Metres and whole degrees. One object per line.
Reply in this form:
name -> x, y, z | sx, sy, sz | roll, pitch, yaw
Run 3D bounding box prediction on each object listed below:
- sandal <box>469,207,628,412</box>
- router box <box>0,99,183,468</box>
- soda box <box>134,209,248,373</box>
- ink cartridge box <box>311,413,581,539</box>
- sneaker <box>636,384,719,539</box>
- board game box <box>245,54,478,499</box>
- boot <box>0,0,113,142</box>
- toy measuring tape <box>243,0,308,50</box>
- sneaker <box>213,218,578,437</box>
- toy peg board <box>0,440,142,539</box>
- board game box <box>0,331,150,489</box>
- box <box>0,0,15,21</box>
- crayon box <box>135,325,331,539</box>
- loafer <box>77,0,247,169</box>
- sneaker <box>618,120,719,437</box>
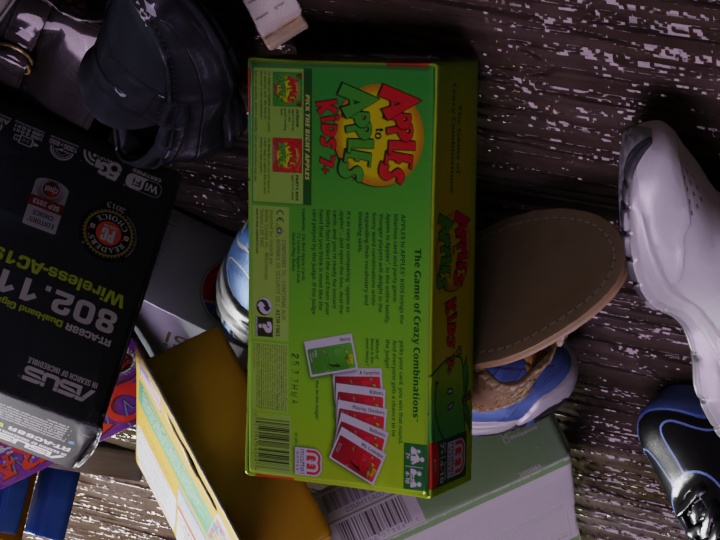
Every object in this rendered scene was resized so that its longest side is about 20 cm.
sandal -> 0.057, 0.038, 1.150 | 0.211, 0.078, 0.070 | -27, 140, 26
router box -> -0.202, -0.010, 1.129 | 0.199, 0.151, 0.062 | 21, 151, -12
soda box -> -0.044, 0.042, 1.275 | 0.199, 0.064, 0.068 | 26, 147, 0
ink cartridge box -> 0.051, 0.147, 1.302 | 0.145, 0.048, 0.200 | -25, 158, -3
sneaker -> 0.203, 0.144, 1.181 | 0.200, 0.078, 0.070 | 46, 141, 21
board game box -> 0.000, 0.000, 1.095 | 0.101, 0.048, 0.202 | 4, 98, 27
boot -> -0.207, -0.106, 1.173 | 0.174, 0.069, 0.200 | 31, 144, -9
toy measuring tape -> -0.076, -0.182, 0.990 | 0.073, 0.074, 0.200 | 4, 145, 29
sneaker -> 0.018, 0.026, 1.202 | 0.199, 0.076, 0.077 | 17, 144, 3
toy peg board -> -0.272, 0.126, 1.389 | 0.198, 0.098, 0.199 | 12, 178, 45
board game box -> -0.213, 0.072, 1.236 | 0.199, 0.032, 0.120 | -26, 138, 1
box -> -0.202, -0.115, 1.006 | 0.082, 0.069, 0.200 | 36, 169, -10
crayon box -> -0.069, 0.113, 1.211 | 0.126, 0.051, 0.200 | 60, 166, 16
loafer -> -0.095, -0.092, 1.060 | 0.068, 0.070, 0.201 | 61, 173, 14
sneaker -> 0.179, -0.002, 1.086 | 0.087, 0.075, 0.200 | -17, 133, 23
